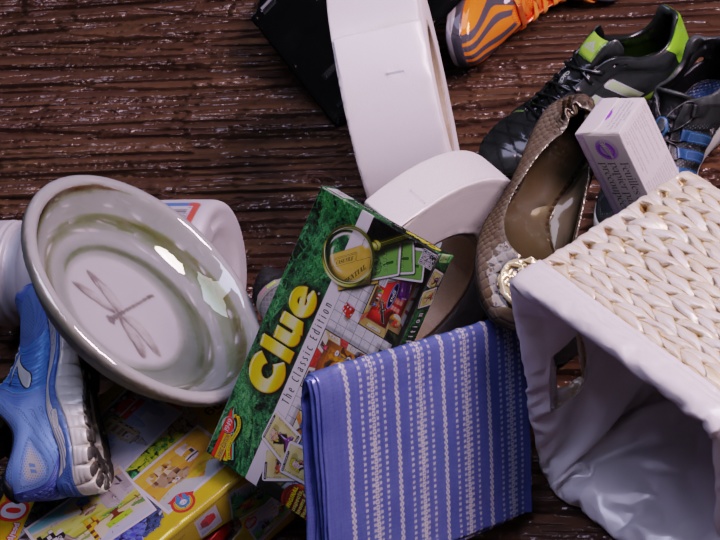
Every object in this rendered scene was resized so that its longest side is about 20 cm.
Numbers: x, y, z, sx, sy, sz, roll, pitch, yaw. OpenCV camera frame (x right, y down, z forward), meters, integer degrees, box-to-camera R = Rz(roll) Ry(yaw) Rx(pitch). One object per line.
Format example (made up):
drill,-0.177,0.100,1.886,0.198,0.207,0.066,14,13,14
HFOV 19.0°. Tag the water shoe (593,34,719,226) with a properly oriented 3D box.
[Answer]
water shoe,0.230,-0.101,1.642,0.071,0.079,0.200,13,52,29

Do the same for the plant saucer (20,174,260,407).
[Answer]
plant saucer,-0.161,0.024,1.503,0.050,0.199,0.201,-45,34,30

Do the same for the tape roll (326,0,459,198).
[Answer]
tape roll,0.029,-0.134,1.654,0.070,0.203,0.203,-11,44,6

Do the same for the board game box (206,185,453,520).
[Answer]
board game box,-0.023,0.057,1.414,0.104,0.023,0.201,30,103,31

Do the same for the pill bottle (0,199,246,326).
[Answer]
pill bottle,-0.197,0.002,1.659,0.198,0.113,0.113,0,46,19

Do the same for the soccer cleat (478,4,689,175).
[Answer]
soccer cleat,0.175,-0.144,1.702,0.199,0.081,0.068,-30,44,-12

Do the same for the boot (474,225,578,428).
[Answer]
boot,0.097,0.039,1.508,0.069,0.132,0.200,15,53,29

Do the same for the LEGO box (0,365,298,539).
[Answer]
LEGO box,-0.154,0.163,1.507,0.200,0.077,0.149,-39,47,-20

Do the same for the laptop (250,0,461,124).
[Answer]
laptop,0.008,-0.254,1.856,0.187,0.116,0.200,-44,69,17

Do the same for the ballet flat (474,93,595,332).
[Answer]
ballet flat,0.128,-0.045,1.454,0.067,0.046,0.201,30,54,-8

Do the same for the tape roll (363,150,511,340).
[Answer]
tape roll,0.035,0.007,1.509,0.202,0.203,0.037,-38,61,-20

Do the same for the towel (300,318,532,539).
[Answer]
towel,0.038,0.115,1.393,0.199,0.146,0.024,-14,16,-43

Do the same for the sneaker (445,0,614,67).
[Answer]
sneaker,0.154,-0.242,1.810,0.111,0.078,0.200,12,51,29

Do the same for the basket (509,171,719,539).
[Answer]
basket,0.222,0.077,1.386,0.160,0.199,0.200,-34,45,-22

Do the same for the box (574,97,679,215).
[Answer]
box,0.210,-0.031,1.492,0.039,0.201,0.042,2,45,42

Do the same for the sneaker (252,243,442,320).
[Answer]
sneaker,0.000,0.000,1.587,0.199,0.074,0.087,-27,57,-35

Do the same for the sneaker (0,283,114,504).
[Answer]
sneaker,-0.231,0.082,1.503,0.089,0.079,0.201,-17,42,1
